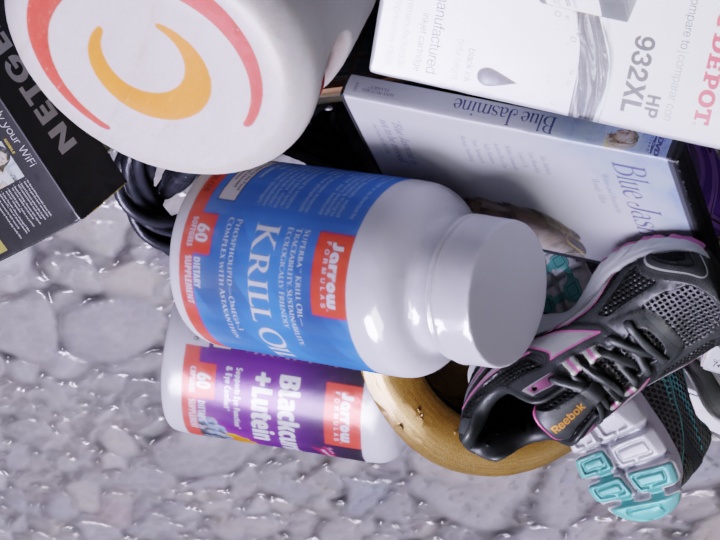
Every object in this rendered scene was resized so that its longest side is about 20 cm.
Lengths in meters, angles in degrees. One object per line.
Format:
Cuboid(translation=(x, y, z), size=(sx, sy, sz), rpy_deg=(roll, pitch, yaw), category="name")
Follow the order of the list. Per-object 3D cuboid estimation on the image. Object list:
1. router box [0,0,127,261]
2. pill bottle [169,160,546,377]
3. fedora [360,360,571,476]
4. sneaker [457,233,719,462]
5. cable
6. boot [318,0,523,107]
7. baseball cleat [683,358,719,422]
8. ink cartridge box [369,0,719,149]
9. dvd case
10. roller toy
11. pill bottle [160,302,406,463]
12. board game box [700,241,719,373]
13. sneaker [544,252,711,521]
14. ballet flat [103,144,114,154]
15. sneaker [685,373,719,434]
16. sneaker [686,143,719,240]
Cuboid(translation=(-0.253, -0.099, 1.762), size=(0.157, 0.052, 0.200), rpy_deg=(-22, 105, 42), category="router box")
Cuboid(translation=(0.000, 0.000, 1.676), size=(0.199, 0.112, 0.112), rpy_deg=(7, 147, 35), category="pill bottle")
Cuboid(translation=(0.077, 0.022, 1.814), size=(0.200, 0.201, 0.082), rpy_deg=(30, -178, -21), category="fedora")
Cuboid(translation=(0.131, 0.056, 1.650), size=(0.080, 0.086, 0.200), rpy_deg=(41, 135, -15), category="sneaker")
Cuboid(translation=(-0.060, -0.039, 1.811), size=(0.162, 0.051, 0.200), rpy_deg=(-13, 148, 9), category="cable")
Cuboid(translation=(0.039, -0.104, 1.688), size=(0.199, 0.075, 0.097), rpy_deg=(-11, 135, 31), category="boot")
Cuboid(translation=(0.282, 0.068, 1.808), size=(0.199, 0.107, 0.070), rpy_deg=(19, 160, 4), category="baseball cleat")
Cuboid(translation=(0.117, -0.159, 1.533), size=(0.199, 0.084, 0.146), rpy_deg=(13, 123, 4), category="ink cartridge box")
Cuboid(translation=(0.097, -0.048, 1.645), size=(0.199, 0.018, 0.143), rpy_deg=(12, 155, 24), category="dvd case")
Cuboid(translation=(-0.086, -0.156, 1.604), size=(0.182, 0.140, 0.200), rpy_deg=(2, 134, 28), category="roller toy")
Cuboid(translation=(-0.020, 0.063, 1.916), size=(0.199, 0.112, 0.112), rpy_deg=(8, 145, 11), category="pill bottle")
Cuboid(translation=(0.300, 0.038, 1.738), size=(0.199, 0.126, 0.035), rpy_deg=(16, 123, -1), category="board game box")
Cuboid(translation=(0.144, 0.047, 1.763), size=(0.077, 0.091, 0.201), rpy_deg=(-24, 92, 36), category="sneaker")
Cuboid(translation=(-0.177, -0.086, 1.793), size=(0.068, 0.068, 0.200), rpy_deg=(49, 146, 10), category="ballet flat")
Cuboid(translation=(0.257, 0.084, 1.884), size=(0.200, 0.077, 0.080), rpy_deg=(31, 155, -14), category="sneaker")
Cuboid(translation=(0.159, -0.065, 1.682), size=(0.080, 0.084, 0.200), rpy_deg=(12, 156, 26), category="sneaker")
